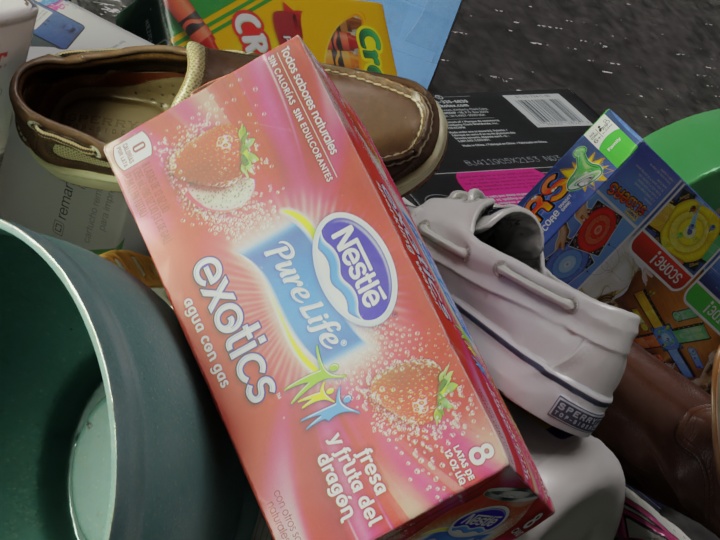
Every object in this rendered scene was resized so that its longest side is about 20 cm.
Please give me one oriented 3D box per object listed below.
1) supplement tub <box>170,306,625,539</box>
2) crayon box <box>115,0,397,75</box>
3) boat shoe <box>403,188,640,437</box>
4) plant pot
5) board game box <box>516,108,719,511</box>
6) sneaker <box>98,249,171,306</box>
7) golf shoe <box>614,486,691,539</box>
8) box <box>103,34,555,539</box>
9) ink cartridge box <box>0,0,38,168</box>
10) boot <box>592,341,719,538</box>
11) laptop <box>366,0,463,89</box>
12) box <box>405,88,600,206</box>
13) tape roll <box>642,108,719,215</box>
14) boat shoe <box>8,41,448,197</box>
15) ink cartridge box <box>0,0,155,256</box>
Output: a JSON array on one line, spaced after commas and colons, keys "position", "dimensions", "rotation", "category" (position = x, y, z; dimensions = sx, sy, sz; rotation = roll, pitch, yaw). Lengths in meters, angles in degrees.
[{"position": [0.003, 0.090, 0.925], "dimensions": [0.200, 0.146, 0.145], "rotation": [35, 34, 25], "category": "supplement tub"}, {"position": [-0.040, -0.098, 1.214], "dimensions": [0.199, 0.051, 0.128], "rotation": [-1, 73, -40], "category": "crayon box"}, {"position": [0.056, -0.001, 0.911], "dimensions": [0.073, 0.066, 0.200], "rotation": [21, 14, -44], "category": "boat shoe"}, {"position": [-0.125, 0.083, 0.839], "dimensions": [0.200, 0.201, 0.134], "rotation": [42, 20, 33], "category": "plant pot"}, {"position": [0.138, 0.026, 1.028], "dimensions": [0.200, 0.135, 0.034], "rotation": [39, 8, -40], "category": "board game box"}, {"position": [-0.105, 0.036, 1.021], "dimensions": [0.076, 0.088, 0.200], "rotation": [59, 21, 19], "category": "sneaker"}, {"position": [0.107, 0.134, 1.004], "dimensions": [0.200, 0.073, 0.092], "rotation": [41, 11, 30], "category": "golf shoe"}, {"position": [-0.012, 0.023, 0.815], "dimensions": [0.201, 0.095, 0.100], "rotation": [64, 6, 22], "category": "box"}, {"position": [-0.244, -0.047, 0.945], "dimensions": [0.085, 0.201, 0.145], "rotation": [37, 35, 28], "category": "ink cartridge box"}, {"position": [0.133, 0.054, 0.889], "dimensions": [0.064, 0.187, 0.200], "rotation": [-31, 37, -13], "category": "boot"}, {"position": [-0.038, -0.167, 1.332], "dimensions": [0.186, 0.116, 0.200], "rotation": [21, 31, 3], "category": "laptop"}, {"position": [0.064, -0.022, 1.166], "dimensions": [0.199, 0.115, 0.132], "rotation": [-5, 38, -37], "category": "box"}, {"position": [0.189, 0.009, 1.103], "dimensions": [0.199, 0.201, 0.048], "rotation": [1, 34, -28], "category": "tape roll"}, {"position": [-0.064, -0.067, 0.917], "dimensions": [0.201, 0.075, 0.075], "rotation": [0, 69, 13], "category": "boat shoe"}, {"position": [-0.189, -0.070, 1.065], "dimensions": [0.199, 0.146, 0.087], "rotation": [29, 34, 13], "category": "ink cartridge box"}]
